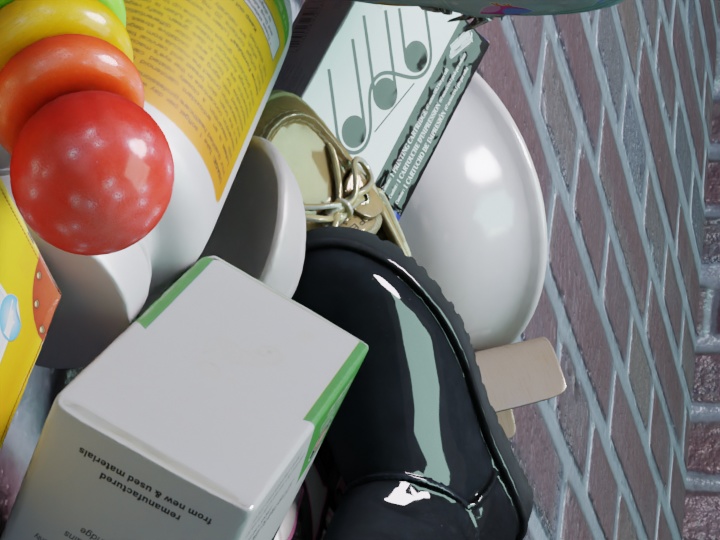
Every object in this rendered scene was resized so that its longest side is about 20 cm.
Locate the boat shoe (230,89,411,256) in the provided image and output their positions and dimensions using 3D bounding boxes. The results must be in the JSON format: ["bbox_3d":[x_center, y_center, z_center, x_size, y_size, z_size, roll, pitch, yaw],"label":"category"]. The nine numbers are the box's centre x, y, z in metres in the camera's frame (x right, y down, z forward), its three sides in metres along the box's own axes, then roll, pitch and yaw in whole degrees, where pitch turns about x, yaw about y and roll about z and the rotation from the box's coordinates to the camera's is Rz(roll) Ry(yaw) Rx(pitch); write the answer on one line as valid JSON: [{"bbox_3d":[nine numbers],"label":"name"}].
[{"bbox_3d":[-0.001,0.002,0.881,0.073,0.063,0.201,-37,119,-29],"label":"boat shoe"}]

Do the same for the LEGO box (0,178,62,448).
[{"bbox_3d":[-0.182,-0.003,0.572,0.200,0.077,0.149,71,25,-45],"label":"LEGO box"}]

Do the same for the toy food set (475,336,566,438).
[{"bbox_3d":[0.035,0.093,1.050,0.200,0.143,0.061,110,-33,-78],"label":"toy food set"}]

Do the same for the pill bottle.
[{"bbox_3d":[-0.105,-0.058,0.759,0.201,0.110,0.111,-72,155,-44],"label":"pill bottle"}]

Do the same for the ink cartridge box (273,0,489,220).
[{"bbox_3d":[-0.015,-0.062,0.932,0.094,0.044,0.201,39,72,-37],"label":"ink cartridge box"}]

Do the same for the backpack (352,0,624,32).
[{"bbox_3d":[0.060,-0.199,0.813,0.153,0.199,0.177,18,85,-53],"label":"backpack"}]

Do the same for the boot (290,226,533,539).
[{"bbox_3d":[0.007,0.101,0.803,0.201,0.076,0.168,60,30,-23],"label":"boot"}]

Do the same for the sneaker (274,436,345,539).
[{"bbox_3d":[-0.037,0.114,0.862,0.086,0.080,0.201,13,54,-31],"label":"sneaker"}]

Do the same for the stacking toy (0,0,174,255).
[{"bbox_3d":[-0.112,-0.082,0.643,0.086,0.085,0.200,66,-1,-52],"label":"stacking toy"}]

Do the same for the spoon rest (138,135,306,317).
[{"bbox_3d":[-0.081,0.032,0.823,0.201,0.060,0.099,-66,-148,18],"label":"spoon rest"}]

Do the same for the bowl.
[{"bbox_3d":[0.007,-0.028,1.048,0.090,0.201,0.202,-19,111,-37],"label":"bowl"}]

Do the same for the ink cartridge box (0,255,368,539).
[{"bbox_3d":[-0.088,0.116,0.717,0.201,0.083,0.147,-64,174,28],"label":"ink cartridge box"}]
